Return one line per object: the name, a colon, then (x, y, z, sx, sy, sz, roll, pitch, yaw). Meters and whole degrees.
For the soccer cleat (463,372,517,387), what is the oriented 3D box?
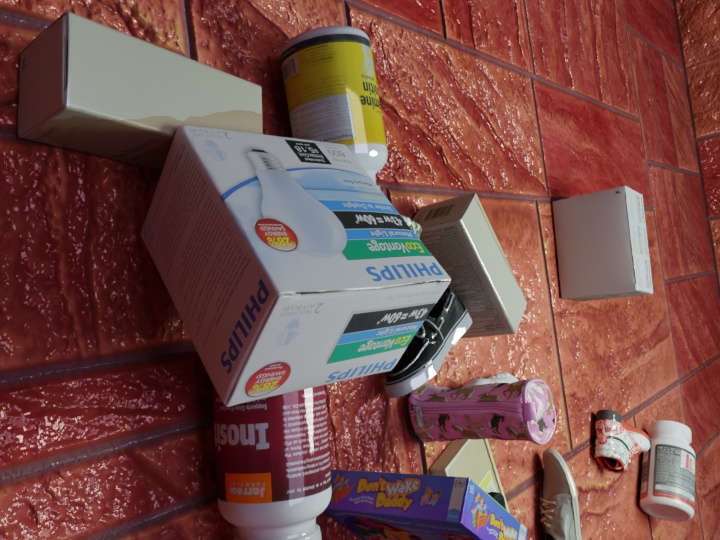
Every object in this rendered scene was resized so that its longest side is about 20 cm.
soccer cleat: (0.211, 0.193, 1.050, 0.199, 0.069, 0.088, 35, 41, -44)

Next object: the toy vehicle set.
toy vehicle set: (0.171, 0.346, 0.988, 0.124, 0.026, 0.204, -30, 106, -49)

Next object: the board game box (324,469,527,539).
board game box: (0.065, 0.273, 0.740, 0.135, 0.197, 0.045, 46, 50, -34)

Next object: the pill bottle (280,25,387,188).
pill bottle: (-0.027, -0.169, 0.788, 0.111, 0.110, 0.205, -9, 89, -50)

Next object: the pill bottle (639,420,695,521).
pill bottle: (0.716, 0.463, 1.557, 0.116, 0.114, 0.203, 45, 51, -35)

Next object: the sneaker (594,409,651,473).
sneaker: (0.552, 0.380, 1.416, 0.200, 0.066, 0.110, 36, 57, -36)

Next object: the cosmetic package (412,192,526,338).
cosmetic package: (0.157, -0.002, 0.985, 0.202, 0.102, 0.073, 60, 43, -25)

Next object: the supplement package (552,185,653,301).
supplement package: (0.488, -0.048, 1.355, 0.110, 0.153, 0.205, 8, 76, -49)

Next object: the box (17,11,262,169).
box: (-0.190, -0.145, 0.602, 0.198, 0.094, 0.080, 7, 77, -48)

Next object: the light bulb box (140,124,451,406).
light bulb box: (-0.061, -0.012, 0.603, 0.195, 0.126, 0.201, -4, 46, -43)

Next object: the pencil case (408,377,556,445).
pencil case: (0.153, 0.182, 0.866, 0.086, 0.197, 0.084, -40, 111, -44)

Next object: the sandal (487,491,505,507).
sandal: (0.154, 0.340, 0.923, 0.199, 0.044, 0.077, 30, 65, -60)

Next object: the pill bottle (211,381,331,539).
pill bottle: (-0.085, 0.173, 0.647, 0.112, 0.111, 0.205, 3, 79, -49)

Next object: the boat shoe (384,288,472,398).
boat shoe: (0.085, 0.091, 0.902, 0.199, 0.073, 0.069, -40, 104, -39)

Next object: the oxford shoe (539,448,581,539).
oxford shoe: (0.336, 0.412, 1.151, 0.056, 0.075, 0.205, -5, 83, -14)

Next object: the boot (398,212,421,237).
boot: (-0.001, 0.000, 0.789, 0.202, 0.072, 0.157, 19, 84, -54)
